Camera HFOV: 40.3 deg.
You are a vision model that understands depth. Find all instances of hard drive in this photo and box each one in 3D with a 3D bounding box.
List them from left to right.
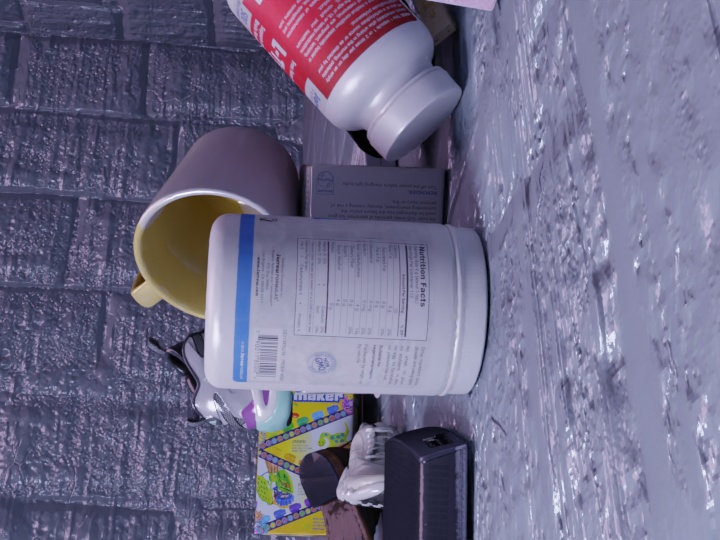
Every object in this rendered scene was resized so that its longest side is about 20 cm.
[{"bbox_3d":[0.048,0.196,0.800,0.200,0.042,0.136,137,135,-81],"label":"hard drive"}]

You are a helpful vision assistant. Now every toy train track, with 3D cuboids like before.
[{"bbox_3d":[0.055,-0.274,0.896,0.114,0.032,0.201,-35,49,25],"label":"toy train track"}]

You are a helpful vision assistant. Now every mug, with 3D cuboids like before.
[{"bbox_3d":[-0.139,-0.056,0.929,0.154,0.185,0.150,-82,-16,-50],"label":"mug"}]

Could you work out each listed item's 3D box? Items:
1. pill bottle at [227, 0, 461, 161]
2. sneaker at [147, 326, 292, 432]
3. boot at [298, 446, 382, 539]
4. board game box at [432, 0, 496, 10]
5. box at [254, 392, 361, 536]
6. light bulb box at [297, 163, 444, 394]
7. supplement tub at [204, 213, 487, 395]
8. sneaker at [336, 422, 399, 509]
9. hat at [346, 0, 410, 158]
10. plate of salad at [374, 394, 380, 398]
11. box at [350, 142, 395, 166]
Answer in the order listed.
[{"bbox_3d":[-0.012,-0.192,0.820,0.200,0.112,0.112,49,161,11],"label":"pill bottle"},{"bbox_3d":[-0.136,0.060,0.955,0.078,0.138,0.201,98,170,-53],"label":"sneaker"},{"bbox_3d":[0.005,0.294,1.125,0.097,0.074,0.202,-8,-103,-55],"label":"boot"},{"bbox_3d":[-0.004,-0.271,0.748,0.200,0.198,0.044,-96,17,-51],"label":"board game box"},{"bbox_3d":[-0.061,0.245,1.290,0.200,0.121,0.195,76,-164,-77],"label":"box"},{"bbox_3d":[0.000,0.000,0.944,0.198,0.123,0.202,-135,47,-81],"label":"light bulb box"},{"bbox_3d":[-0.015,0.026,0.737,0.132,0.198,0.133,-177,90,-83],"label":"supplement tub"},{"bbox_3d":[0.015,0.197,1.000,0.200,0.074,0.082,149,132,-82],"label":"sneaker"},{"bbox_3d":[0.017,-0.216,0.951,0.201,0.080,0.202,43,-143,-43],"label":"hat"},{"bbox_3d":[0.013,0.047,1.150,0.200,0.048,0.202,-177,90,-83],"label":"plate of salad"},{"bbox_3d":[0.010,-0.104,1.267,0.201,0.041,0.157,101,170,-46],"label":"box"}]
